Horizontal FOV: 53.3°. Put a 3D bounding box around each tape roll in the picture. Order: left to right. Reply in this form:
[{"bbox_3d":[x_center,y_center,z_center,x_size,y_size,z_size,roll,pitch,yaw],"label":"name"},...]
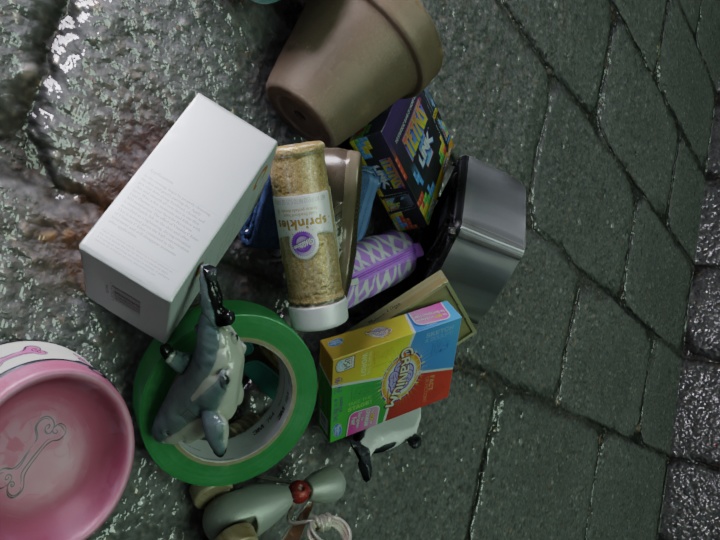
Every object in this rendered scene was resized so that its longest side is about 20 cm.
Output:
[{"bbox_3d":[-0.146,0.135,0.787,0.197,0.048,0.204,-9,111,-25],"label":"tape roll"}]

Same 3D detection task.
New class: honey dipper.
[{"bbox_3d":[-0.097,0.179,0.928,0.199,0.037,0.039,-23,110,-50],"label":"honey dipper"}]

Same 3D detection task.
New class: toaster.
[{"bbox_3d":[0.158,-0.040,1.070,0.202,0.117,0.182,-76,-173,-46],"label":"toaster"}]

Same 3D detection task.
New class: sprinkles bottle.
[{"bbox_3d":[-0.059,-0.038,0.795,0.068,0.067,0.204,-21,108,-48],"label":"sprinkles bottle"}]

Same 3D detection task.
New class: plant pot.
[{"bbox_3d":[-0.023,-0.253,0.889,0.175,0.199,0.201,-51,132,-14],"label":"plant pot"}]

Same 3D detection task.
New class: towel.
[{"bbox_3d":[-0.063,-0.084,0.918,0.198,0.048,0.113,-5,120,-46],"label":"towel"}]

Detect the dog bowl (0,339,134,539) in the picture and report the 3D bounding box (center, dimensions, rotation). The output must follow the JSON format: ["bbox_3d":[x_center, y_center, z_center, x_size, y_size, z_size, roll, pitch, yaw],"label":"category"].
[{"bbox_3d":[-0.295,0.168,0.650,0.199,0.073,0.204,-7,98,-51],"label":"dog bowl"}]

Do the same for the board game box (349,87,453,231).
[{"bbox_3d":[0.067,-0.188,1.051,0.166,0.056,0.202,59,36,-35],"label":"board game box"}]

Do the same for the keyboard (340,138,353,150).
[{"bbox_3d":[-0.015,-0.165,1.018,0.126,0.020,0.204,22,75,-50],"label":"keyboard"}]

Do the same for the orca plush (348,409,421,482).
[{"bbox_3d":[0.030,0.255,1.064,0.072,0.104,0.200,-57,178,25],"label":"orca plush"}]

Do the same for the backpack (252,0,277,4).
[{"bbox_3d":[-0.105,-0.400,0.781,0.201,0.152,0.177,53,55,-27],"label":"backpack"}]

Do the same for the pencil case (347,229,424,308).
[{"bbox_3d":[0.000,0.000,0.997,0.199,0.085,0.085,-27,93,-49],"label":"pencil case"}]

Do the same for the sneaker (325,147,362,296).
[{"bbox_3d":[-0.042,-0.045,0.862,0.070,0.074,0.204,-56,153,-78],"label":"sneaker"}]

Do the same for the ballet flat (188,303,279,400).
[{"bbox_3d":[-0.134,0.085,0.860,0.200,0.070,0.071,50,56,-38],"label":"ballet flat"}]

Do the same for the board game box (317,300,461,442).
[{"bbox_3d":[0.038,0.137,0.979,0.197,0.040,0.155,-16,130,-24],"label":"board game box"}]

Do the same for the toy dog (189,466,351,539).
[{"bbox_3d":[-0.115,0.296,0.864,0.197,0.097,0.133,14,39,-23],"label":"toy dog"}]

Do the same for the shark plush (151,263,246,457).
[{"bbox_3d":[-0.155,0.094,0.680,0.092,0.082,0.202,-80,-178,-51],"label":"shark plush"}]

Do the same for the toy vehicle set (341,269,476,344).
[{"bbox_3d":[0.059,0.099,1.025,0.198,0.027,0.125,-33,130,2],"label":"toy vehicle set"}]

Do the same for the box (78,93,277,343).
[{"bbox_3d":[-0.179,-0.051,0.715,0.097,0.125,0.202,31,61,-3],"label":"box"}]
